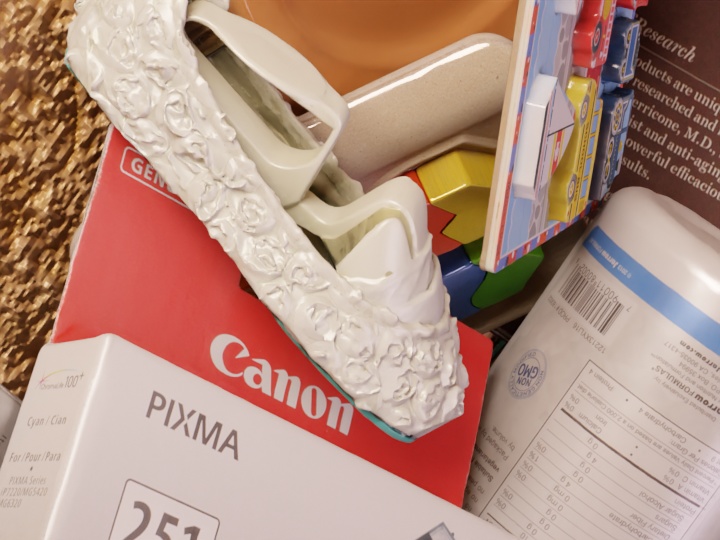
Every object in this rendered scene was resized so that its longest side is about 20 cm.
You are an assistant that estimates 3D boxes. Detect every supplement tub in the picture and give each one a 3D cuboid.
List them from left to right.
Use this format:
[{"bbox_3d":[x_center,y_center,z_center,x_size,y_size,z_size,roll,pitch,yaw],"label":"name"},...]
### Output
[{"bbox_3d":[0.105,0.079,0.913,0.200,0.132,0.132,-56,153,11],"label":"supplement tub"}]

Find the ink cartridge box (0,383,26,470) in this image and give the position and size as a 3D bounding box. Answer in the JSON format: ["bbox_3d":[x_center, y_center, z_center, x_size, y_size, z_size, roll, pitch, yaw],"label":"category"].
[{"bbox_3d":[-0.166,0.102,0.780,0.147,0.086,0.200,-52,155,-9],"label":"ink cartridge box"}]

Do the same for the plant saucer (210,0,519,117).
[{"bbox_3d":[0.014,-0.138,0.800,0.200,0.037,0.200,-18,127,-26],"label":"plant saucer"}]

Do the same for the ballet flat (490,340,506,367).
[{"bbox_3d":[0.143,0.028,1.228,0.200,0.071,0.071,-40,148,-29],"label":"ballet flat"}]

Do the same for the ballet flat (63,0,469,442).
[{"bbox_3d":[-0.019,-0.025,0.758,0.072,0.200,0.072,-40,-168,11],"label":"ballet flat"}]

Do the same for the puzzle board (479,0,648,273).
[{"bbox_3d":[0.087,-0.108,0.819,0.151,0.017,0.200,-31,130,-67],"label":"puzzle board"}]

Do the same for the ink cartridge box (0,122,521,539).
[{"bbox_3d":[-0.024,0.065,0.770,0.200,0.045,0.176,29,65,-35],"label":"ink cartridge box"}]

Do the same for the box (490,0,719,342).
[{"bbox_3d":[0.156,-0.044,1.063,0.166,0.164,0.200,5,115,-59],"label":"box"}]

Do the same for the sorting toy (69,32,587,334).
[{"bbox_3d":[0.000,0.000,0.884,0.185,0.037,0.200,-25,153,3],"label":"sorting toy"}]
